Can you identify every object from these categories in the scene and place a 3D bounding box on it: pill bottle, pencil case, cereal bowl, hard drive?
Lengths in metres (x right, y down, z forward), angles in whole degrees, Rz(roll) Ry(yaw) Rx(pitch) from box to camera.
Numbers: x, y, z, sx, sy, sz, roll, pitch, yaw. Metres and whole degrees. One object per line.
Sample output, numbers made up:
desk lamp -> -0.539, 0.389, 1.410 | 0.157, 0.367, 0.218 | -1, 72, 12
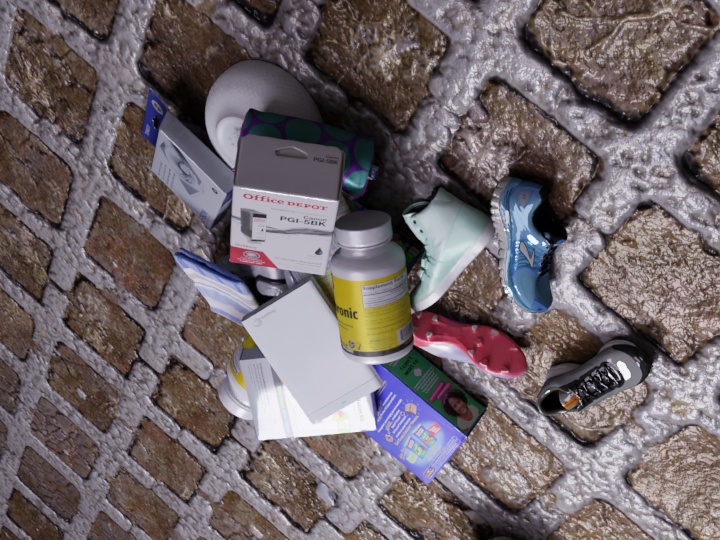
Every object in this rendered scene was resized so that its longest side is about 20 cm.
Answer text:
pill bottle -> -0.149, 0.149, 1.838 | 0.112, 0.112, 0.201 | 40, 116, 3
pencil case -> -0.075, -0.162, 1.561 | 0.197, 0.094, 0.085 | 13, 176, -7
cereal bowl -> -0.154, -0.204, 1.655 | 0.198, 0.083, 0.202 | 22, 135, 24
pill bottle -> 0.015, 0.022, 1.603 | 0.110, 0.111, 0.203 | 8, 116, 33
hard drive -> -0.073, 0.123, 1.696 | 0.131, 0.027, 0.201 | -30, 104, 15

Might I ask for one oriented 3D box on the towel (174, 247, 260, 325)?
towel -> -0.223, 0.042, 1.857 | 0.145, 0.024, 0.201 | 25, 159, 25

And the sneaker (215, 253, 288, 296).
sneaker -> -0.174, -0.032, 1.820 | 0.199, 0.074, 0.117 | 15, 117, 50

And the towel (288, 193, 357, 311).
towel -> -0.040, -0.015, 1.666 | 0.142, 0.023, 0.202 | -24, 108, 16

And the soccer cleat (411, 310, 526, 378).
soccer cleat -> 0.160, 0.114, 1.686 | 0.197, 0.068, 0.077 | 19, 164, 19

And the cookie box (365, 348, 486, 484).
cookie box -> 0.080, 0.225, 1.817 | 0.199, 0.075, 0.172 | 39, 138, 7

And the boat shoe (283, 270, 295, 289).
boat shoe -> -0.050, 0.049, 1.745 | 0.061, 0.072, 0.201 | -16, 121, 29

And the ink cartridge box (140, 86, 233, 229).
ink cartridge box -> -0.284, -0.171, 1.768 | 0.200, 0.041, 0.200 | 46, 160, 1

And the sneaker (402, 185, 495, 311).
sneaker -> 0.098, -0.035, 1.593 | 0.118, 0.074, 0.201 | 37, 129, -1

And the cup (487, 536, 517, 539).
cup -> 0.234, 0.540, 1.899 | 0.198, 0.143, 0.203 | 22, 135, 24

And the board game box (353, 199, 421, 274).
board game box -> 0.000, 0.000, 1.730 | 0.135, 0.034, 0.201 | 39, 138, 7

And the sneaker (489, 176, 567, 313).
sneaker -> 0.233, -0.028, 1.492 | 0.089, 0.079, 0.202 | 4, 125, 32

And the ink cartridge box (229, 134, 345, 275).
ink cartridge box -> -0.104, -0.085, 1.525 | 0.144, 0.084, 0.201 | 8, 150, -3

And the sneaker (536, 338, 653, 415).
sneaker -> 0.327, 0.159, 1.566 | 0.074, 0.079, 0.199 | 51, 137, -6

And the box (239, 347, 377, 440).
box -> -0.080, 0.188, 1.767 | 0.196, 0.041, 0.158 | -6, 118, 7
